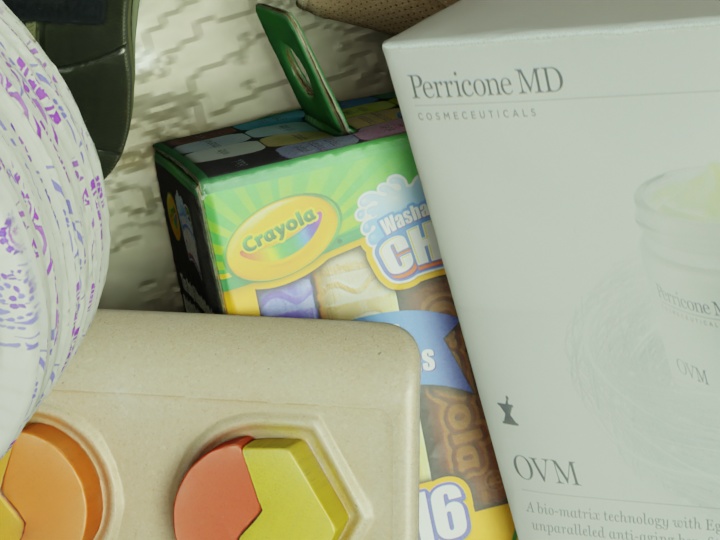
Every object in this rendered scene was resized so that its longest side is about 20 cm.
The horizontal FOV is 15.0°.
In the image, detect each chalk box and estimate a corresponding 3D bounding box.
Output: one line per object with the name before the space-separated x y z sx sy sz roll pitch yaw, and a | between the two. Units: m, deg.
chalk box | 0.000 0.000 0.998 0.123 0.125 0.201 -12 102 -10

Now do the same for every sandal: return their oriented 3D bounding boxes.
sandal | -0.107 -0.118 0.976 0.079 0.057 0.202 10 124 -12

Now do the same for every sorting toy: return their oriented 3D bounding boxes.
sorting toy | -0.072 0.115 0.924 0.184 0.036 0.201 2 94 15

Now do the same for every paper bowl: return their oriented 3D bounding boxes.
paper bowl | -0.174 -0.027 0.867 0.200 0.104 0.201 10 125 14

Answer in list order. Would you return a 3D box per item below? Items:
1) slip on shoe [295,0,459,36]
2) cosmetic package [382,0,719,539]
slip on shoe | 0.001 -0.114 0.991 0.200 0.076 0.061 42 82 0
cosmetic package | 0.137 -0.005 0.877 0.123 0.199 0.201 -29 110 -42
